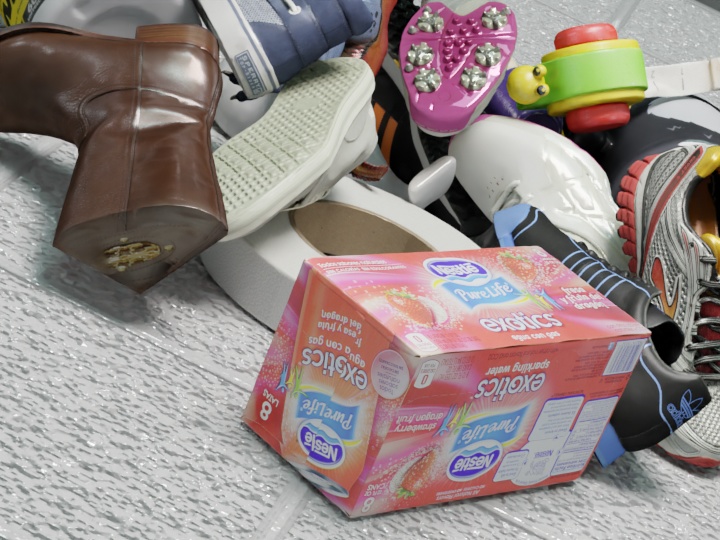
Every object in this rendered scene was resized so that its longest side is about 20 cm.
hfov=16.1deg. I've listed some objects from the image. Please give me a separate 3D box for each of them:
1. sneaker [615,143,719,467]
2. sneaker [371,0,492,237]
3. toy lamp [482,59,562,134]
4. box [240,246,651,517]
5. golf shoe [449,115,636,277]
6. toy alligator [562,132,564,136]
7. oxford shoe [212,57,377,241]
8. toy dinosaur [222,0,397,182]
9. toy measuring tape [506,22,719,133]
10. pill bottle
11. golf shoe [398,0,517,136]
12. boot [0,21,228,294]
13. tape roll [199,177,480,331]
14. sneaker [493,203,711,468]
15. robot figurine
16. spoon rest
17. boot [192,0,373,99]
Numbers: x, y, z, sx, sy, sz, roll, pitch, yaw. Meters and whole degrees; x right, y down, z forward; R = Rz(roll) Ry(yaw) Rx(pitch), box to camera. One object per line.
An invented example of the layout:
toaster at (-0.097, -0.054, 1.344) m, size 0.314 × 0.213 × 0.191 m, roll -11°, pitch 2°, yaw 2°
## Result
sneaker at (0.199, 0.017, 1.524) m, size 0.077 × 0.082 × 0.202 m, roll 9°, pitch 71°, yaw -34°
sneaker at (0.028, -0.096, 1.732) m, size 0.070 × 0.090 × 0.201 m, roll -7°, pitch 63°, yaw -41°
toy lamp at (0.100, -0.142, 1.778) m, size 0.058 × 0.058 × 0.200 m, roll 15°, pitch 28°, yaw -21°
box at (0.047, 0.056, 1.356) m, size 0.199 × 0.103 × 0.095 m, roll -4°, pitch 34°, yaw -48°
golf shoe at (0.127, -0.021, 1.609) m, size 0.200 × 0.076 × 0.091 m, roll 40°, pitch 39°, yaw 14°
toy alligator at (0.102, -0.103, 1.838) m, size 0.199 × 0.055 × 0.059 m, roll -3°, pitch 36°, yaw -45°
oxford shoe at (-0.039, -0.061, 1.488) m, size 0.075 × 0.058 × 0.200 m, roll 3°, pitch 29°, yaw 23°
toy dinosaur at (-0.008, -0.165, 1.673) m, size 0.181 × 0.105 × 0.201 m, roll -35°, pitch 90°, yaw -36°
toy measuring tape at (0.182, -0.128, 1.668) m, size 0.199 × 0.074 × 0.074 m, roll -6°, pitch 35°, yaw -34°
pill bottle at (-0.176, -0.179, 1.644) m, size 0.114 × 0.115 × 0.200 m, roll 13°, pitch 24°, yaw -25°
golf shoe at (0.066, -0.148, 1.664) m, size 0.075 × 0.092 × 0.201 m, roll 7°, pitch 47°, yaw 6°
boot at (-0.164, -0.060, 1.432) m, size 0.185 × 0.065 × 0.201 m, roll -10°, pitch 41°, yaw 6°
tape roll at (0.000, 0.000, 1.520) m, size 0.201 × 0.037 × 0.203 m, roll 20°, pitch 23°, yaw -9°
sneaker at (0.141, 0.026, 1.496) m, size 0.070 × 0.077 × 0.201 m, roll 59°, pitch 7°, yaw -48°
robot figurine at (0.213, -0.053, 1.735) m, size 0.124 × 0.151 × 0.200 m, roll -16°, pitch 22°, yaw 3°
spoon rest at (-0.019, -0.092, 1.675) m, size 0.099 × 0.061 × 0.200 m, roll -36°, pitch 54°, yaw -24°
boot at (-0.060, -0.183, 1.576) m, size 0.200 × 0.090 × 0.073 m, roll 60°, pitch -3°, yaw 47°
